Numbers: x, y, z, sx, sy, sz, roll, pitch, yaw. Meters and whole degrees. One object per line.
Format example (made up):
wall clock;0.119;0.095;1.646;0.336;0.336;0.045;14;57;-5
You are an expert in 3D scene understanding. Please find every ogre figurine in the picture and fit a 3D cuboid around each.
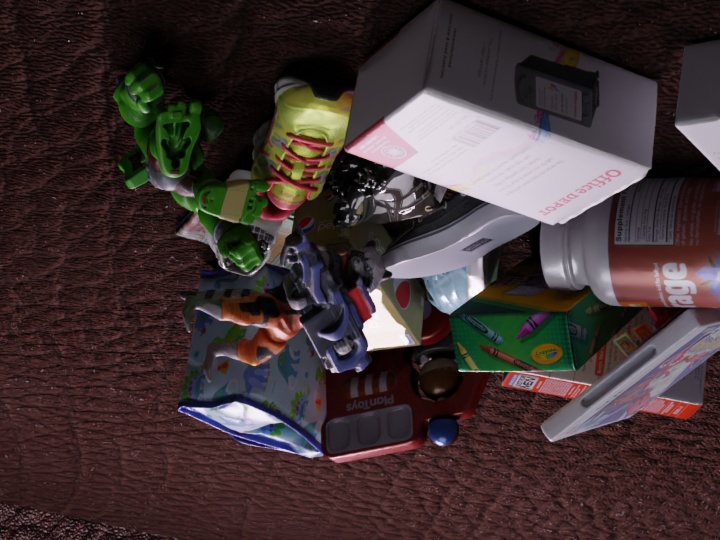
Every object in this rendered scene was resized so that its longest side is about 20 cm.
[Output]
ogre figurine;-0.154;-0.099;1.415;0.200;0.098;0.120;37;179;-34

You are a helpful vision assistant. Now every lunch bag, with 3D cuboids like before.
lunch bag;-0.097;0.102;1.856;0.127;0.171;0.200;-8;156;38

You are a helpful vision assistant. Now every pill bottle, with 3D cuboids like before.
pill bottle;0.262;-0.024;1.440;0.199;0.113;0.112;0;158;24

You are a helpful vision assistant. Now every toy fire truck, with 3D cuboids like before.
toy fire truck;0.051;0.118;1.811;0.199;0.169;0.112;-11;154;18

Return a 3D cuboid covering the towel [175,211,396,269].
towel;-0.078;-0.032;1.706;0.199;0.022;0.147;16;158;-17

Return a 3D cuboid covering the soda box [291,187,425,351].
soda box;0.000;0.000;1.637;0.064;0.068;0.200;-7;145;20

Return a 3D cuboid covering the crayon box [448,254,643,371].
crayon box;0.180;0.037;1.561;0.118;0.059;0.200;-3;-165;29

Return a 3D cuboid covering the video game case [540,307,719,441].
video game case;0.277;0.091;1.552;0.182;0.023;0.200;-42;163;25

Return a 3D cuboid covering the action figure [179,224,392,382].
action figure;-0.068;0.015;1.515;0.193;0.105;0.200;-18;137;-4

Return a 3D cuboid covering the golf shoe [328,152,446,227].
golf shoe;0.036;-0.090;1.444;0.094;0.078;0.200;3;168;-13

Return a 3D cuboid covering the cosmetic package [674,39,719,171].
cosmetic package;0.328;-0.102;1.260;0.101;0.072;0.200;-5;155;36

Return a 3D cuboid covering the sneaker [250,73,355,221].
sneaker;-0.049;-0.098;1.416;0.078;0.091;0.200;13;159;-9

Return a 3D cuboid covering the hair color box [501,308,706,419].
hair color box;0.253;0.078;1.716;0.199;0.111;0.064;11;160;-2

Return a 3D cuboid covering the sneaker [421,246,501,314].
sneaker;0.092;-0.002;1.637;0.082;0.074;0.200;14;155;7

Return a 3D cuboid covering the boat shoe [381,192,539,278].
boat shoe;0.089;-0.043;1.514;0.068;0.057;0.200;9;157;-38

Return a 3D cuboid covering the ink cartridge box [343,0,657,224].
ink cartridge box;0.108;-0.119;1.296;0.199;0.086;0.147;17;158;-22

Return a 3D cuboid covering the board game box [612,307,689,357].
board game box;0.311;0.025;1.554;0.199;0.039;0.158;-27;162;-26

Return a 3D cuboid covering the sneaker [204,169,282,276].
sneaker;-0.116;-0.031;1.590;0.076;0.081;0.200;9;164;-7
